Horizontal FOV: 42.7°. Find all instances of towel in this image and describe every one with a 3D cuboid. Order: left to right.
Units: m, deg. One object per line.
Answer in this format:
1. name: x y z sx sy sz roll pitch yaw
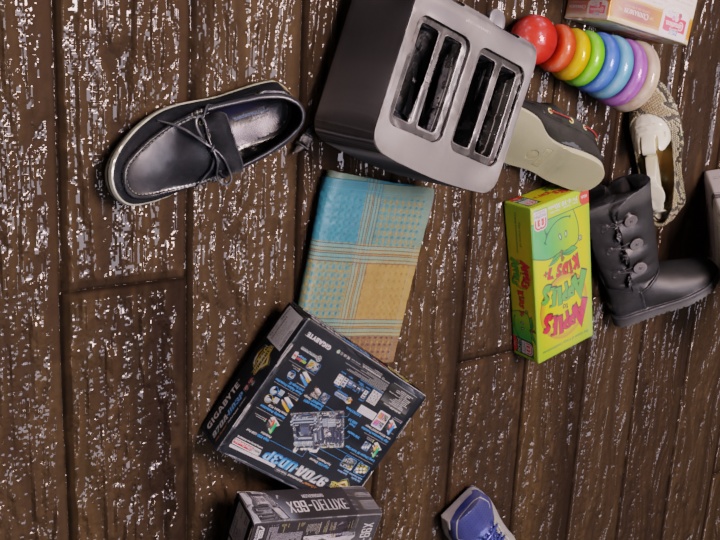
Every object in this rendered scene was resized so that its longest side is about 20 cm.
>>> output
1. towel: 0.000 0.000 0.986 0.145 0.022 0.204 6 102 -37

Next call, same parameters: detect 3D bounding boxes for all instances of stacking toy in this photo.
1. stacking toy: 0.255 -0.247 1.066 0.197 0.085 0.087 10 98 -34

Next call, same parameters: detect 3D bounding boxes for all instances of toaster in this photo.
1. toaster: 0.059 -0.178 0.913 0.179 0.118 0.203 16 94 -38

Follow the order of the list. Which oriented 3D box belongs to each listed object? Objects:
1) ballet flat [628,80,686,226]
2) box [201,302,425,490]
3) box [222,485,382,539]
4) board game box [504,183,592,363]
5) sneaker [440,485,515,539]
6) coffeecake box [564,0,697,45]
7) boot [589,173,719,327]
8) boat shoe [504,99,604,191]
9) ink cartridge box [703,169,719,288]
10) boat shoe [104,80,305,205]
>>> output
1. ballet flat: 0.383 -0.145 1.192 0.076 0.067 0.202 -52 133 -42
2. box: -0.043 0.148 0.967 0.199 0.046 0.160 35 91 -38
3. box: -0.078 0.327 0.975 0.155 0.050 0.203 5 113 -34
4. board game box: 0.236 0.001 1.143 0.100 0.047 0.204 -21 115 -30
5. sneaker: 0.187 0.370 1.176 0.080 0.114 0.201 -40 124 -21
6. coffeecake box: 0.335 -0.383 1.084 0.151 0.073 0.204 3 102 -36
7. boot: 0.380 -0.040 1.204 0.163 0.066 0.202 -25 118 -3
8. boat shoe: 0.200 -0.159 1.063 0.199 0.074 0.064 22 50 -28
9. ink cartridge box: 0.528 -0.036 1.257 0.201 0.082 0.148 -70 149 -58
10. boat shoe: -0.134 -0.116 0.824 0.198 0.062 0.076 -28 121 -26
